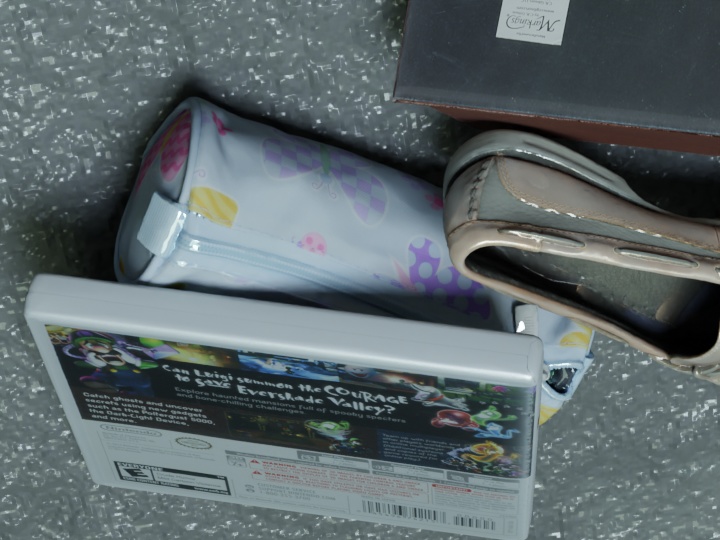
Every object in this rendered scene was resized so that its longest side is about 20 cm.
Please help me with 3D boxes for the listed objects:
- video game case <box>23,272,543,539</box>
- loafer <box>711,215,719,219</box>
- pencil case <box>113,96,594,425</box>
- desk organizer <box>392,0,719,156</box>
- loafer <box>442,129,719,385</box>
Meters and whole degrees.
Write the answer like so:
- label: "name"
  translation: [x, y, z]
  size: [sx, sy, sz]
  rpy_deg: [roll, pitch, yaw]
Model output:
- label: "video game case"
  translation: [-0.026, 0.060, 0.928]
  size: [0.199, 0.023, 0.182]
  rpy_deg: [7, 154, 6]
- label: "loafer"
  translation: [0.225, 0.028, 0.969]
  size: [0.199, 0.076, 0.068]
  rpy_deg: [12, 119, -16]
- label: "pencil case"
  translation: [0.000, 0.000, 0.915]
  size: [0.200, 0.091, 0.083]
  rpy_deg: [21, 123, -19]
- label: "desk organizer"
  translation: [0.122, -0.081, 0.840]
  size: [0.199, 0.072, 0.077]
  rpy_deg: [8, 177, 25]
- label: "loafer"
  translation: [0.122, 0.012, 0.879]
  size: [0.200, 0.063, 0.072]
  rpy_deg: [22, 130, -8]
